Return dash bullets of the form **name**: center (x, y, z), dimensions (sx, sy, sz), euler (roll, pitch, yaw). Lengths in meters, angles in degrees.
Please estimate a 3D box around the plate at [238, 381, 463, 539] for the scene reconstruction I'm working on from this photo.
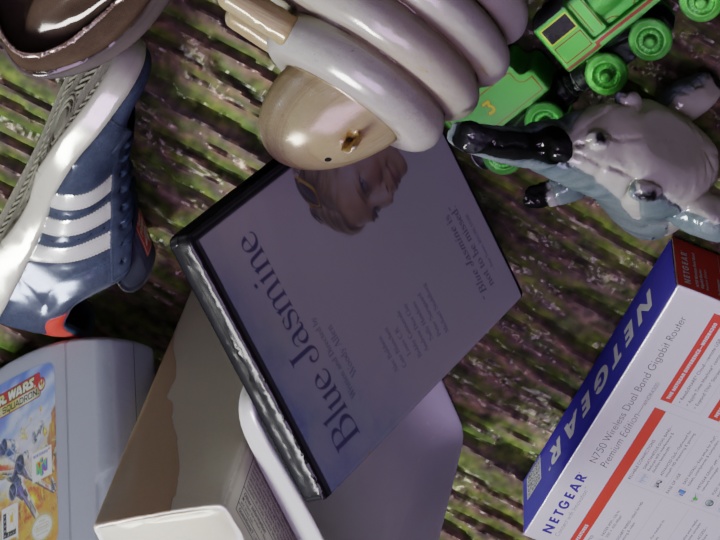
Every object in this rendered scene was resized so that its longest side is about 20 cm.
- **plate**: center (-0.006, 0.082, 1.019), dimensions (0.032, 0.201, 0.201), euler (-11, 124, 24)

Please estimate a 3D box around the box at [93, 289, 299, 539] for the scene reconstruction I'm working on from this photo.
- **box**: center (-0.064, 0.094, 1.024), dimensions (0.077, 0.201, 0.096), euler (-11, 122, 21)

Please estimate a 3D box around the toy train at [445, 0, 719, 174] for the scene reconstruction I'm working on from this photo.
- **toy train**: center (0.122, -0.122, 0.964), dimensions (0.200, 0.042, 0.056), euler (-38, 103, 26)

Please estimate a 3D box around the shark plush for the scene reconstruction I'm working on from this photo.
- **shark plush**: center (0.119, -0.041, 0.951), dimensions (0.083, 0.199, 0.092), euler (-25, 80, 39)

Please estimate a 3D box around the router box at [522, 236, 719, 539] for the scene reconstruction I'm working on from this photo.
- **router box**: center (0.214, 0.099, 1.101), dimensions (0.178, 0.049, 0.201), euler (21, 123, -10)

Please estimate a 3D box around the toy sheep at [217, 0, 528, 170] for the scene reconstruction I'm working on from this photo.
- **toy sheep**: center (0.018, -0.134, 0.907), dimensions (0.137, 0.138, 0.201), euler (34, 88, -18)

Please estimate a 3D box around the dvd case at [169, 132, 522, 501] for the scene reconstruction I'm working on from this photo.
- **dvd case**: center (0.000, 0.000, 0.949), dimensions (0.017, 0.200, 0.144), euler (-14, 109, 42)

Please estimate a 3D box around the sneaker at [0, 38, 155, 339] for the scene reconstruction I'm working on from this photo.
- **sneaker**: center (-0.139, -0.039, 1.025), dimensions (0.084, 0.075, 0.201), euler (22, 130, -16)

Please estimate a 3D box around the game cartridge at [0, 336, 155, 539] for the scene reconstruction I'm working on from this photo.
- **game cartridge**: center (-0.186, 0.117, 1.084), dimensions (0.041, 0.135, 0.199), euler (12, 151, -42)

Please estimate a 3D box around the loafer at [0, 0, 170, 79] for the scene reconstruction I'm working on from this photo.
- **loafer**: center (-0.112, -0.173, 0.916), dimensions (0.200, 0.073, 0.071), euler (-42, 155, 18)
